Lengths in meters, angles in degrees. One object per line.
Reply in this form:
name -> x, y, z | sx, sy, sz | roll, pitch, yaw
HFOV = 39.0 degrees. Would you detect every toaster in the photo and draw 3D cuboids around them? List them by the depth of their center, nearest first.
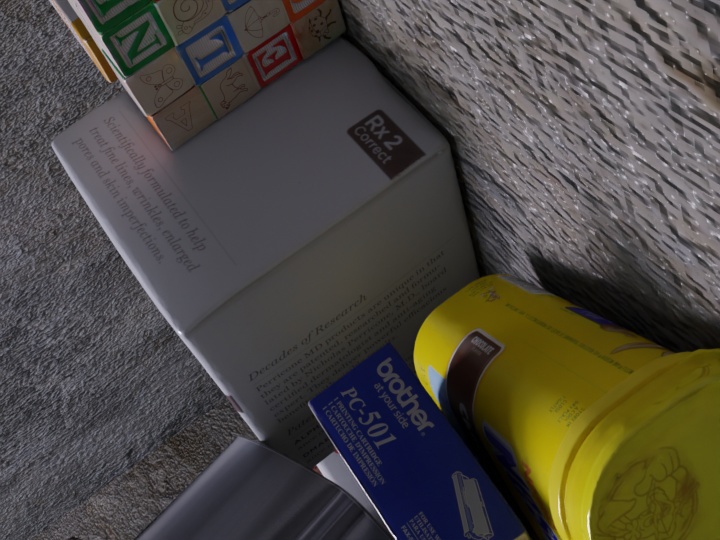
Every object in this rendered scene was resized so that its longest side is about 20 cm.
toaster -> -0.037, 0.194, 0.555 | 0.200, 0.119, 0.180 | 50, 160, -18

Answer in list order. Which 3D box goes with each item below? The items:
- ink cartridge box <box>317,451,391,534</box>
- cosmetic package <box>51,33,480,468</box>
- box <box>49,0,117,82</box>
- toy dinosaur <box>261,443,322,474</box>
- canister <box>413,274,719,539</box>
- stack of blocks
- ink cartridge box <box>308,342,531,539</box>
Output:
ink cartridge box -> 0.077, 0.154, 0.677 | 0.200, 0.144, 0.085 | 49, 174, 38
cosmetic package -> -0.042, -0.017, 0.602 | 0.165, 0.165, 0.200 | 48, 170, 33
box -> -0.152, -0.214, 0.623 | 0.200, 0.119, 0.042 | 50, 171, 29
toy dinosaur -> -0.020, 0.141, 0.841 | 0.085, 0.136, 0.201 | 23, 147, 24
canister -> 0.105, 0.085, 0.429 | 0.149, 0.086, 0.200 | 56, 174, -17
stack of blocks -> -0.088, -0.161, 0.460 | 0.059, 0.115, 0.200 | 50, 170, 31
ink cartridge box -> 0.043, 0.113, 0.468 | 0.094, 0.044, 0.200 | 53, 177, 28
